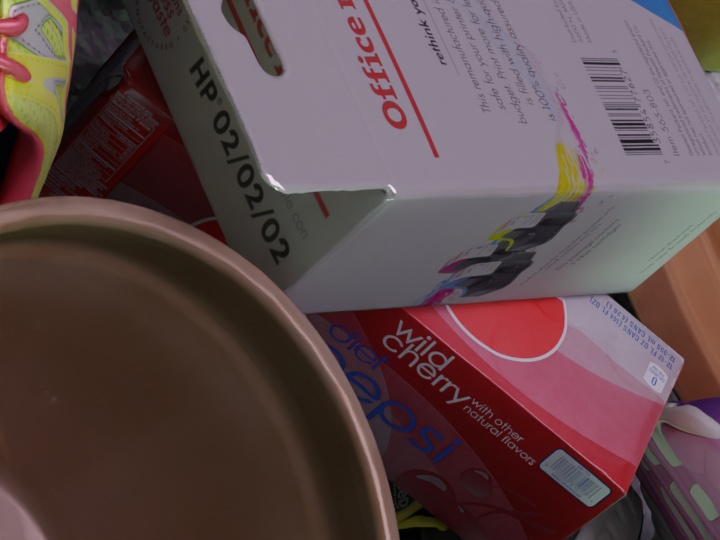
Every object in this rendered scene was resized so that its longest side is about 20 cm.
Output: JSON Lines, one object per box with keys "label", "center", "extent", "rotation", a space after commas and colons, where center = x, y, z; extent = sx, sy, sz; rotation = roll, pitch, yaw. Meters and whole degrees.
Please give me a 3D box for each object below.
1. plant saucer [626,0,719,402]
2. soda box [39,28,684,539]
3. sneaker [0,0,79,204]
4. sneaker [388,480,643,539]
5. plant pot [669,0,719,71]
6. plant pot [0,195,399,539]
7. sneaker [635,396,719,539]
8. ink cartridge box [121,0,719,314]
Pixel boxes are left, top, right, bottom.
{"label": "plant saucer", "center": [0.113, -0.034, 1.046], "extent": [0.200, 0.032, 0.201], "rotation": [-19, 90, -76]}
{"label": "soda box", "center": [0.000, 0.000, 0.889], "extent": [0.200, 0.063, 0.070], "rotation": [40, 44, -9]}
{"label": "sneaker", "center": [-0.103, -0.073, 0.749], "extent": [0.090, 0.078, 0.200], "rotation": [-89, -179, -53]}
{"label": "sneaker", "center": [0.025, 0.111, 0.929], "extent": [0.085, 0.074, 0.200], "rotation": [50, 35, -17]}
{"label": "plant pot", "center": [0.175, -0.195, 1.154], "extent": [0.200, 0.142, 0.200], "rotation": [21, 61, -43]}
{"label": "plant pot", "center": [-0.092, 0.085, 0.758], "extent": [0.201, 0.093, 0.201], "rotation": [6, 80, -38]}
{"label": "sneaker", "center": [0.147, 0.082, 0.989], "extent": [0.081, 0.088, 0.200], "rotation": [63, -2, 22]}
{"label": "ink cartridge box", "center": [0.009, -0.053, 0.835], "extent": [0.200, 0.068, 0.115], "rotation": [-2, 60, -44]}
